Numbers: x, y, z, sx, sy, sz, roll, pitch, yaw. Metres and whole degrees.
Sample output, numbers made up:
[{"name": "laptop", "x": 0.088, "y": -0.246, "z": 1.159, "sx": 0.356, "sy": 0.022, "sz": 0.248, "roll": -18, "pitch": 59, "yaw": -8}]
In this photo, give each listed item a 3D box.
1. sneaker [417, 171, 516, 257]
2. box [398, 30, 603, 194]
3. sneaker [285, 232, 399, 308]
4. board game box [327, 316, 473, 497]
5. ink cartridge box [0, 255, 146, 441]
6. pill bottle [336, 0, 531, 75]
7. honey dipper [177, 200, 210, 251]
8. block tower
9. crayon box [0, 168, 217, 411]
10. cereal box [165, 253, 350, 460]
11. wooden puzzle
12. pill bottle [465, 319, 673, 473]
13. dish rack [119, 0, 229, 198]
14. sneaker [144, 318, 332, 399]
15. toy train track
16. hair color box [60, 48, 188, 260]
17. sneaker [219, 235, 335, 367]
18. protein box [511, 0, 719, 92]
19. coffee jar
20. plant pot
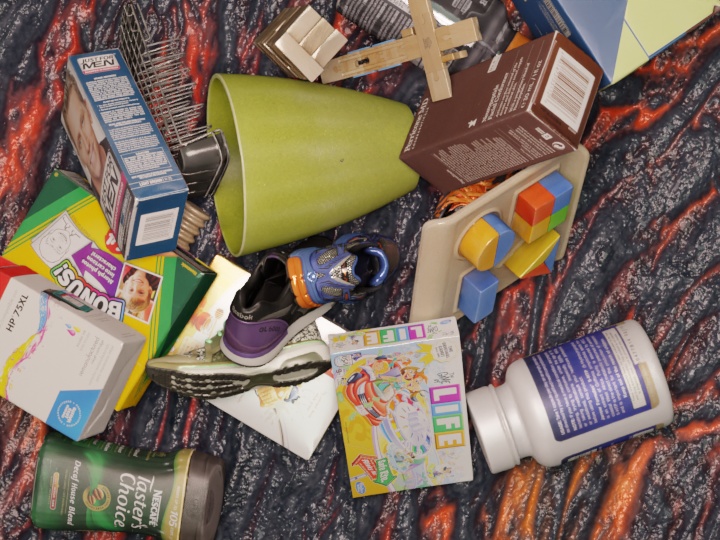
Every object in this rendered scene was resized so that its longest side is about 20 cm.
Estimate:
[{"name": "sneaker", "x": 0.121, "y": -0.077, "z": 1.571, "sx": 0.077, "sy": 0.112, "sz": 0.201, "roll": 18, "pitch": 91, "yaw": -1}, {"name": "box", "x": 0.136, "y": -0.153, "z": 1.466, "sx": 0.075, "sy": 0.200, "sz": 0.101, "roll": 34, "pitch": 61, "yaw": -25}, {"name": "sneaker", "x": 0.000, "y": 0.000, "z": 1.536, "sx": 0.078, "sy": 0.200, "sz": 0.076, "roll": -8, "pitch": 97, "yaw": 25}, {"name": "board game box", "x": 0.044, "y": 0.146, "z": 1.564, "sx": 0.133, "sy": 0.034, "sz": 0.201, "roll": -9, "pitch": 125, "yaw": 0}, {"name": "ink cartridge box", "x": -0.335, "y": 0.074, "z": 1.526, "sx": 0.199, "sy": 0.067, "sz": 0.117, "roll": 28, "pitch": 99, "yaw": 11}, {"name": "pill bottle", "x": 0.082, "y": -0.265, "z": 1.570, "sx": 0.199, "sy": 0.106, "sz": 0.107, "roll": 33, "pitch": 91, "yaw": -2}, {"name": "honey dipper", "x": -0.233, "y": 0.014, "z": 1.613, "sx": 0.038, "sy": 0.038, "sz": 0.201, "roll": 35, "pitch": 94, "yaw": -1}, {"name": "block tower", "x": -0.063, "y": -0.233, "z": 1.523, "sx": 0.054, "sy": 0.200, "sz": 0.058, "roll": 42, "pitch": 91, "yaw": -14}, {"name": "crayon box", "x": -0.281, "y": 0.020, "z": 1.576, "sx": 0.199, "sy": 0.058, "sz": 0.173, "roll": 34, "pitch": 96, "yaw": 10}, {"name": "cereal box", "x": -0.105, "y": 0.093, "z": 1.611, "sx": 0.199, "sy": 0.040, "sz": 0.144, "roll": 30, "pitch": 91, "yaw": -1}, {"name": "wooden puzzle", "x": 0.147, "y": -0.022, "z": 1.514, "sx": 0.199, "sy": 0.186, "sz": 0.046, "roll": -28, "pitch": 59, "yaw": -24}, {"name": "pill bottle", "x": 0.217, "y": 0.139, "z": 1.574, "sx": 0.199, "sy": 0.120, "sz": 0.120, "roll": -19, "pitch": 92, "yaw": 0}, {"name": "dish rack", "x": -0.201, "y": -0.179, "z": 1.548, "sx": 0.054, "sy": 0.153, "sz": 0.201, "roll": -18, "pitch": 82, "yaw": -18}, {"name": "sneaker", "x": -0.128, "y": 0.079, "z": 1.560, "sx": 0.199, "sy": 0.077, "sz": 0.089, "roll": -6, "pitch": 65, "yaw": -14}, {"name": "toy train track", "x": 0.043, "y": -0.224, "z": 1.521, "sx": 0.199, "sy": 0.032, "sz": 0.115, "roll": -10, "pitch": 97, "yaw": 38}, {"name": "hair color box", "x": -0.245, "y": -0.120, "z": 1.527, "sx": 0.060, "sy": 0.100, "sz": 0.201, "roll": -13, "pitch": 57, "yaw": -26}, {"name": "sneaker", "x": -0.070, "y": 0.011, "z": 1.531, "sx": 0.075, "sy": 0.200, "sz": 0.088, "roll": 23, "pitch": 132, "yaw": 14}, {"name": "protein box", "x": 0.239, "y": -0.297, "z": 1.522, "sx": 0.135, "sy": 0.200, "sz": 0.199, "roll": -34, "pitch": 91, "yaw": 0}, {"name": "coffee jar", "x": -0.245, "y": 0.235, "z": 1.591, "sx": 0.199, "sy": 0.085, "sz": 0.105, "roll": 7, "pitch": 91, "yaw": -1}, {"name": "plant pot", "x": -0.045, "y": -0.120, "z": 1.550, "sx": 0.199, "sy": 0.187, "sz": 0.189, "roll": -8, "pitch": 92, "yaw": -15}]
